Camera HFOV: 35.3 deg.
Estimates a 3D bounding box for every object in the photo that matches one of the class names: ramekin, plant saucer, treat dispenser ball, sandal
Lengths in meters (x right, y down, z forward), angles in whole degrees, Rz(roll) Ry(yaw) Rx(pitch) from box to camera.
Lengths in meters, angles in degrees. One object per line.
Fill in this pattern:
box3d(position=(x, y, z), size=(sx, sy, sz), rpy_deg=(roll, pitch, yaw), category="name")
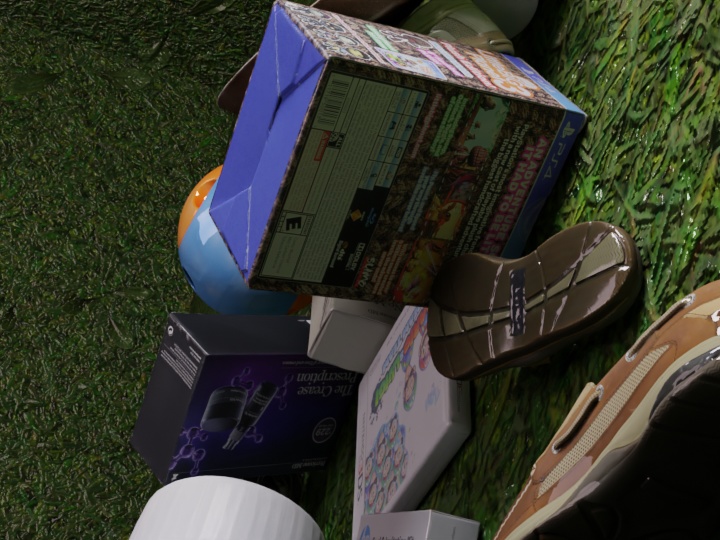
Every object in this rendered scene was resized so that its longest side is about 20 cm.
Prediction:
box3d(position=(-0.122, 0.276, 1.020), size=(0.098, 0.198, 0.201), rpy_deg=(-75, 10, -45), category="ramekin")
box3d(position=(-0.018, -0.171, 0.829), size=(0.199, 0.035, 0.200), rpy_deg=(-38, 5, 4), category="plant saucer")
box3d(position=(-0.124, -0.038, 1.380), size=(0.201, 0.198, 0.204), rpy_deg=(-164, 90, -77), category="treat dispenser ball")
box3d(position=(0.104, 0.022, 0.680), size=(0.199, 0.054, 0.083), rpy_deg=(-27, 52, 54), category="sandal")

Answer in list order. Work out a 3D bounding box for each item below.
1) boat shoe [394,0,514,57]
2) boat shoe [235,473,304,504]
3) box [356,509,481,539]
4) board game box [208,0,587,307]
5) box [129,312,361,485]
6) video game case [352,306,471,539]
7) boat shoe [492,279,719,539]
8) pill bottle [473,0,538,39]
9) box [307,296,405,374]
box3d(position=(0.018, -0.118, 0.815), size=(0.200, 0.063, 0.073), rpy_deg=(-37, -28, -7), category="boat shoe")
box3d(position=(-0.091, 0.220, 1.155), size=(0.201, 0.065, 0.073), rpy_deg=(-65, -28, -86), category="boat shoe")
box3d(position=(0.019, 0.266, 0.756), size=(0.156, 0.041, 0.203), rpy_deg=(143, 142, -69), category="box")
box3d(position=(0.021, -0.070, 0.756), size=(0.097, 0.198, 0.161), rpy_deg=(55, 130, 49), category="board game box")
box3d(position=(-0.104, 0.122, 1.090), size=(0.079, 0.198, 0.143), rpy_deg=(41, 117, 41), category="box")
box3d(position=(0.038, 0.108, 0.906), size=(0.184, 0.023, 0.201), rpy_deg=(-87, 18, -44), category="video game case")
box3d(position=(0.120, 0.084, 0.494), size=(0.201, 0.075, 0.074), rpy_deg=(-54, 17, 36), category="boat shoe")
box3d(position=(0.098, -0.276, 0.917), size=(0.112, 0.110, 0.202), rpy_deg=(119, 162, -44), category="pill bottle")
box3d(position=(0.000, 0.000, 1.075), size=(0.202, 0.081, 0.069), rpy_deg=(-90, 21, -48), category="box")
